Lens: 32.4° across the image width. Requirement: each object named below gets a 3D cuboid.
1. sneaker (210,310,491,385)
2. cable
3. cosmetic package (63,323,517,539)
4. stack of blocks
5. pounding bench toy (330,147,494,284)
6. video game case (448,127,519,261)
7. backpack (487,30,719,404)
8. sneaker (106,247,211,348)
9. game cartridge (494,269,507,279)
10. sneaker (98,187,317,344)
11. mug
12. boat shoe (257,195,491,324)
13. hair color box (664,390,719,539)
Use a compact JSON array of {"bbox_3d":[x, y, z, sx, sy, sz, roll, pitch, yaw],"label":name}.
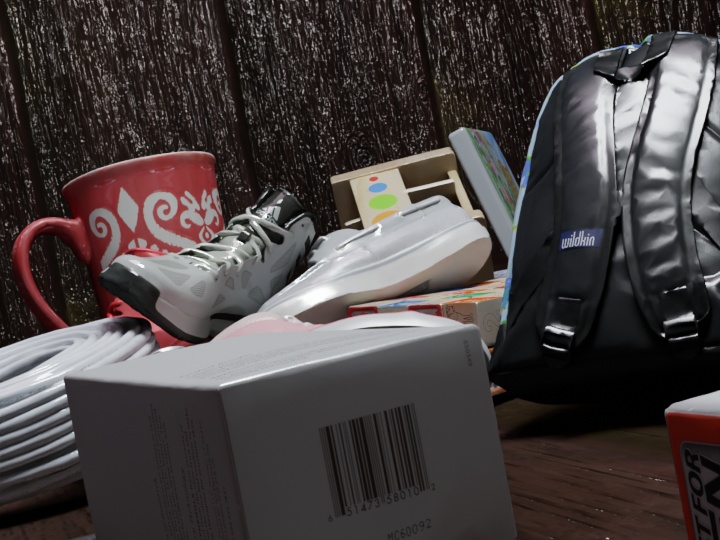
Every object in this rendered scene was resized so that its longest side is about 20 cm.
[{"bbox_3d":[-0.019,0.054,0.729,0.199,0.076,0.105,-15,19,14],"label":"sneaker"},{"bbox_3d":[-0.213,0.088,0.770,0.198,0.070,0.200,-15,10,16],"label":"cable"},{"bbox_3d":[-0.039,0.071,0.499,0.107,0.086,0.200,-12,1,-26],"label":"cosmetic package"},{"bbox_3d":[0.103,0.039,0.854,0.115,0.059,0.199,-4,4,45],"label":"stack of blocks"},{"bbox_3d":[0.059,0.017,1.187,0.123,0.201,0.156,-14,33,-2],"label":"pounding bench toy"},{"bbox_3d":[0.157,-0.052,1.270,0.022,0.201,0.182,-27,-2,15],"label":"video game case"},{"bbox_3d":[0.159,-0.032,0.676,0.162,0.202,0.153,-12,-21,29],"label":"backpack"},{"bbox_3d":[-0.190,0.056,0.952,0.199,0.116,0.078,-21,-17,-16],"label":"sneaker"},{"bbox_3d":[0.155,0.025,1.507,0.132,0.041,0.200,-15,1,18],"label":"game cartridge"},{"bbox_3d":[-0.097,-0.014,0.837,0.075,0.116,0.200,32,3,18],"label":"sneaker"},{"bbox_3d":[-0.185,0.020,1.050,0.176,0.202,0.133,-15,-4,1],"label":"mug"},{"bbox_3d":[0.000,0.000,0.875,0.199,0.069,0.072,-29,-32,-22],"label":"boat shoe"},{"bbox_3d":[0.167,0.049,0.249,0.101,0.062,0.200,-12,3,-24],"label":"hair color box"}]
